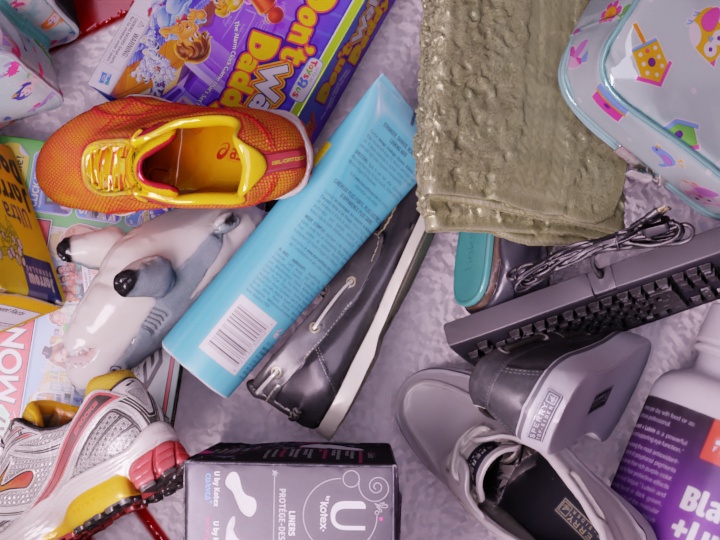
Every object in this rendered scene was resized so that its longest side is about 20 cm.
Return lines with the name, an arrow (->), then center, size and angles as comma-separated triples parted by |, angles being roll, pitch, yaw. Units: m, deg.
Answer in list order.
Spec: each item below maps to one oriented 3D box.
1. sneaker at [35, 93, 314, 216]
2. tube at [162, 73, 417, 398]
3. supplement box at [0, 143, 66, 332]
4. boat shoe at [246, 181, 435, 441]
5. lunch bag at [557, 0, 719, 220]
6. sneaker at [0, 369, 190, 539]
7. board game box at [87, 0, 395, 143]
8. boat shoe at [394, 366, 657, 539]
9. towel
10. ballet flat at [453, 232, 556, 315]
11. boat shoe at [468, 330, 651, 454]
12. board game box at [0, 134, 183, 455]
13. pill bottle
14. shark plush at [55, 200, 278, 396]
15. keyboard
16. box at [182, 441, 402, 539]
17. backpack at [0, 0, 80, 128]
sneaker -> -0.121, -0.067, 0.976 | 0.200, 0.077, 0.073 | -4, 95, 37
tube -> -0.032, -0.017, 0.989 | 0.200, 0.077, 0.050 | -49, 51, -1
supplement box -> -0.295, 0.004, 1.000 | 0.199, 0.109, 0.110 | -22, 81, 7
boat shoe -> 0.000, 0.000, 1.033 | 0.067, 0.072, 0.200 | 26, 80, 7
lunch bag -> 0.217, -0.133, 0.987 | 0.160, 0.077, 0.200 | 36, 75, -15
sneaker -> -0.179, 0.120, 1.001 | 0.200, 0.078, 0.082 | -31, 79, 32
board game box -> -0.057, -0.166, 1.042 | 0.134, 0.045, 0.200 | 28, 87, 19
boat shoe -> 0.083, 0.117, 0.990 | 0.072, 0.066, 0.200 | -52, 54, 8
towel -> 0.096, -0.114, 0.998 | 0.148, 0.036, 0.201 | 7, 82, -27
ballet flat -> 0.095, -0.067, 1.050 | 0.073, 0.073, 0.201 | 3, 81, 0
boat shoe -> 0.118, 0.061, 0.980 | 0.057, 0.200, 0.069 | 27, 100, 20
board game box -> -0.172, 0.025, 1.058 | 0.134, 0.029, 0.201 | 8, 87, -1
pill bottle -> 0.209, 0.127, 1.011 | 0.111, 0.111, 0.200 | 23, 87, 1
shark plush -> -0.098, -0.001, 1.034 | 0.200, 0.091, 0.084 | -32, 121, -37
keyboard -> 0.144, 0.012, 0.989 | 0.200, 0.127, 0.021 | -21, 58, 18
box -> -0.034, 0.166, 0.964 | 0.114, 0.200, 0.133 | 0, 87, 1
backpack -> -0.275, -0.147, 0.995 | 0.199, 0.178, 0.151 | -12, 80, 3
